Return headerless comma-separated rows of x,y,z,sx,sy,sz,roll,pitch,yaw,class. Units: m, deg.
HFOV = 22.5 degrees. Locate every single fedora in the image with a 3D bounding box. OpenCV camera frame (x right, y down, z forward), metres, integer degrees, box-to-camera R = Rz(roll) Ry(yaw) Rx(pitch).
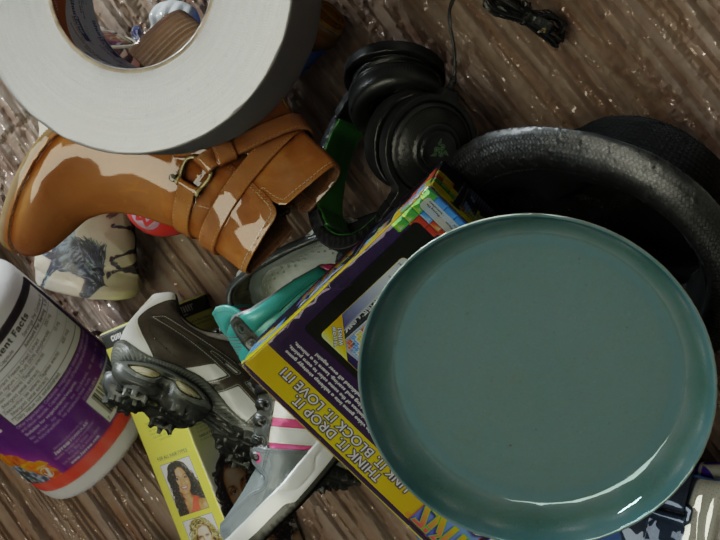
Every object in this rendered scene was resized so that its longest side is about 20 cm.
0.149,-0.032,1.080,0.200,0.092,0.201,23,140,21,fedora

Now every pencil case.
-0.192,-0.075,1.285,0.078,0.089,0.201,5,106,9,pencil case

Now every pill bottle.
-0.254,0.062,1.283,0.111,0.112,0.200,-29,120,31,pill bottle

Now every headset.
0.042,-0.093,1.139,0.200,0.094,0.124,-55,33,25,headset

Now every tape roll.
-0.125,-0.169,1.078,0.200,0.066,0.201,1,93,15,tape roll

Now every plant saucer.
0.099,0.060,1.016,0.199,0.027,0.201,4,111,10,plant saucer

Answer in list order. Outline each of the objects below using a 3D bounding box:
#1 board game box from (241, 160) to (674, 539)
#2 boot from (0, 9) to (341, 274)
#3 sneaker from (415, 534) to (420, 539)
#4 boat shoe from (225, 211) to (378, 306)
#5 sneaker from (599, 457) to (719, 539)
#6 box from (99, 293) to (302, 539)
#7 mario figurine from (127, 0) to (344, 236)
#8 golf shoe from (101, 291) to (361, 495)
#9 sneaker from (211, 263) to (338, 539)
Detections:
0.059,0.064,1.069,0.200,0.057,0.165,45,113,-7,board game box
-0.121,-0.047,1.152,0.200,0.077,0.155,-45,75,0,boot
0.053,0.128,1.208,0.083,0.071,0.200,-40,78,10,sneaker
0.000,0.000,1.203,0.200,0.060,0.076,-23,89,32,boat shoe
0.171,0.118,1.132,0.146,0.081,0.201,-19,84,19,sneaker
-0.111,0.123,1.288,0.050,0.075,0.200,-22,91,36,box
-0.098,-0.104,1.206,0.200,0.106,0.124,-55,39,20,mario figurine
-0.074,0.084,1.235,0.200,0.095,0.078,31,151,-24,golf shoe
-0.054,0.074,1.154,0.121,0.084,0.200,38,90,6,sneaker
